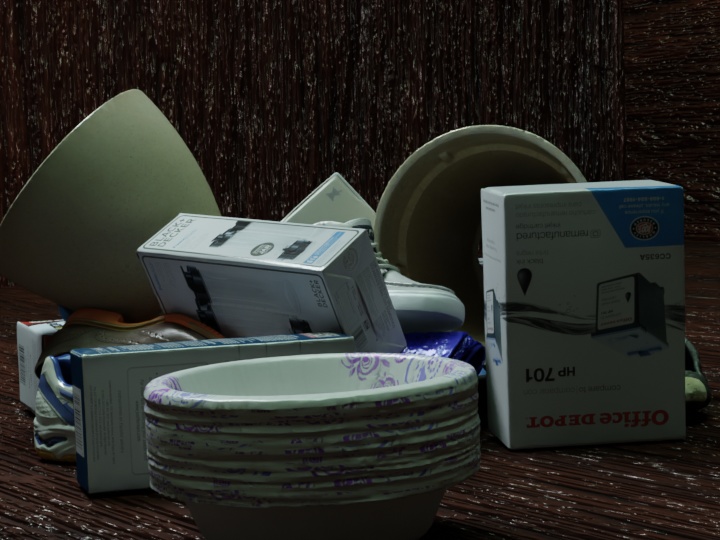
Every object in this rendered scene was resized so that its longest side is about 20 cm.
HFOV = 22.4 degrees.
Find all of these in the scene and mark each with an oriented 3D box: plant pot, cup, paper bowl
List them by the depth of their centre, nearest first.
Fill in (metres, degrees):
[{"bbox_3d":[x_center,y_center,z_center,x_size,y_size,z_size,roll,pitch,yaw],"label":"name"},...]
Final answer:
[{"bbox_3d":[-0.028,0.111,1.087,0.200,0.104,0.201,-2,4,0],"label":"paper bowl"},{"bbox_3d":[-0.200,-0.034,1.565,0.143,0.200,0.200,39,10,6],"label":"cup"},{"bbox_3d":[0.134,-0.018,1.596,0.200,0.201,0.183,-1,-3,20],"label":"plant pot"}]

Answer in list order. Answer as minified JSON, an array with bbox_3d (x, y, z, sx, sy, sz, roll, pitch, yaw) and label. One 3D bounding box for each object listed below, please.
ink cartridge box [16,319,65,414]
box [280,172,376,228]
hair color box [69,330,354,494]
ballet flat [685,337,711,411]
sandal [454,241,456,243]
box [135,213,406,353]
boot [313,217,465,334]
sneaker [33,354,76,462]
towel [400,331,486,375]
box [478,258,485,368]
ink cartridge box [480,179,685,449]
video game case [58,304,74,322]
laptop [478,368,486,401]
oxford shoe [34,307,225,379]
[{"bbox_3d":[-0.202,0.088,1.681,0.200,0.084,0.176,-4,5,-21],"label":"ink cartridge box"},{"bbox_3d":[-0.027,-0.019,1.695,0.078,0.095,0.200,-41,-3,-8],"label":"box"},{"bbox_3d":[-0.105,0.101,1.315,0.200,0.100,0.061,-3,3,-17],"label":"hair color box"},{"bbox_3d":[0.266,0.091,1.570,0.066,0.057,0.200,-3,4,6],"label":"ballet flat"},{"bbox_3d":[0.049,-0.026,1.771,0.059,0.079,0.207,21,10,-10],"label":"sandal"},{"bbox_3d":[-0.072,0.022,1.439,0.200,0.117,0.060,4,37,39],"label":"box"},{"bbox_3d":[0.000,0.000,1.506,0.200,0.096,0.074,0,-19,31],"label":"boot"},{"bbox_3d":[-0.169,0.104,1.401,0.200,0.088,0.075,0,3,23],"label":"sneaker"},{"bbox_3d":[-0.016,0.091,1.451,0.200,0.050,0.148,-3,25,31],"label":"towel"},{"bbox_3d":[0.108,0.046,1.900,0.132,0.115,0.200,-3,4,-14],"label":"box"},{"bbox_3d":[0.175,0.033,1.423,0.146,0.200,0.086,-3,5,-8],"label":"ink cartridge box"},{"bbox_3d":[-0.149,0.032,1.622,0.200,0.018,0.143,-24,41,-24],"label":"video game case"},{"bbox_3d":[0.067,0.063,1.604,0.187,0.116,0.200,-7,-12,-42],"label":"laptop"},{"bbox_3d":[-0.180,0.081,1.479,0.200,0.071,0.073,2,35,38],"label":"oxford shoe"}]
